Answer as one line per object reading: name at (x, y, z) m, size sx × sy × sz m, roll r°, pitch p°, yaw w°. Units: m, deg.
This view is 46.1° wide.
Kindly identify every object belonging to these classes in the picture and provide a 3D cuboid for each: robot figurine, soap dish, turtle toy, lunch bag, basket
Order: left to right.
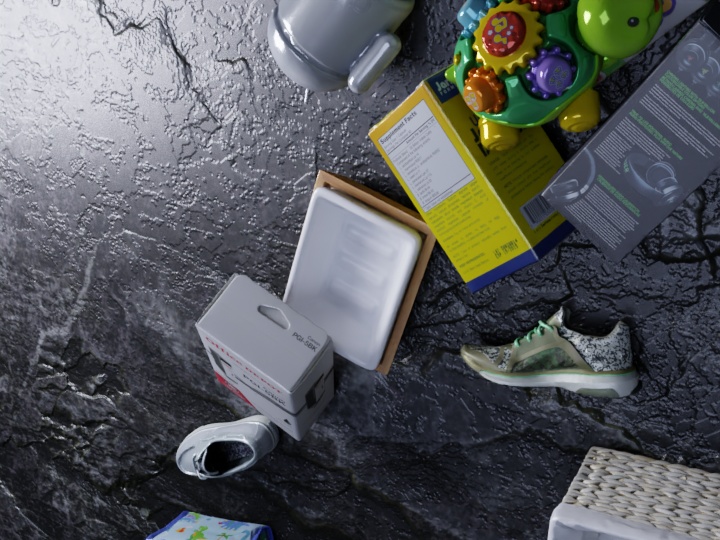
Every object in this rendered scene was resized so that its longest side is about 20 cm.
lunch bag at (-0.215, 0.481, 1.268) m, size 0.168 × 0.127 × 0.203 m, roll 0°, pitch 99°, yaw 28°
robot figurine at (-0.022, -0.269, 0.879) m, size 0.200 × 0.112 × 0.171 m, roll -45°, pitch 65°, yaw 33°
soap dish at (0.000, 0.000, 0.990) m, size 0.156 × 0.081 × 0.202 m, roll 28°, pitch 119°, yaw 17°
turtle toy at (0.160, -0.196, 0.731) m, size 0.198 × 0.101 × 0.148 m, roll -10°, pitch 78°, yaw 29°
basket at (0.308, 0.322, 0.897) m, size 0.197 × 0.161 × 0.201 m, roll 8°, pitch 112°, yaw 25°

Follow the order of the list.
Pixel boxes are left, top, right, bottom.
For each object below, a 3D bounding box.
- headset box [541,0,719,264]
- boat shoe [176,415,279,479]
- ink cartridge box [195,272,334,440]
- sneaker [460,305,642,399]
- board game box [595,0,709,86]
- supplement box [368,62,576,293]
headset box at (0.272, -0.129, 0.734) m, size 0.093 × 0.174 × 0.200 m, roll 42°, pitch 124°, yaw 5°
boat shoe at (-0.206, 0.260, 1.209) m, size 0.199 × 0.071 × 0.071 m, roll -24°, pitch 97°, yaw 33°
ink cartridge box at (-0.111, 0.111, 1.034) m, size 0.146 × 0.083 × 0.201 m, roll 33°, pitch 158°, yaw 15°
sneaker at (0.207, 0.080, 0.924) m, size 0.197 × 0.077 × 0.090 m, roll 4°, pitch 98°, yaw 22°
board game box at (0.229, -0.239, 0.789) m, size 0.096 × 0.030 × 0.199 m, roll 46°, pitch 125°, yaw -10°
supplement box at (0.121, -0.100, 0.852) m, size 0.201 × 0.109 × 0.109 m, roll 57°, pitch 145°, yaw -2°
